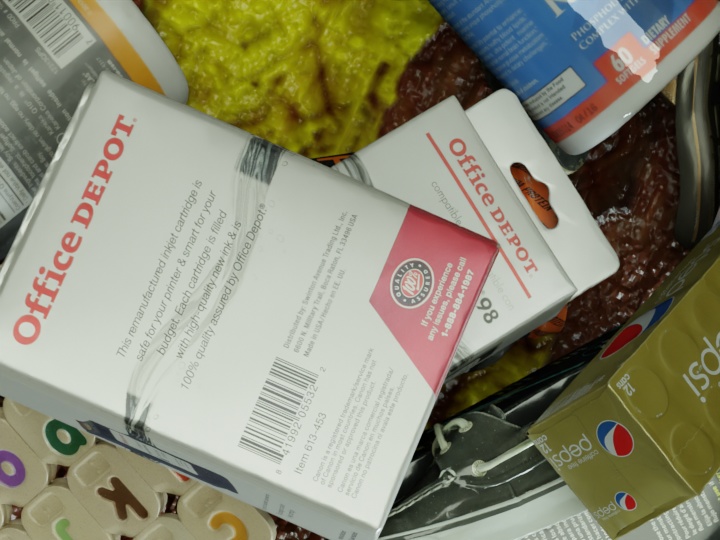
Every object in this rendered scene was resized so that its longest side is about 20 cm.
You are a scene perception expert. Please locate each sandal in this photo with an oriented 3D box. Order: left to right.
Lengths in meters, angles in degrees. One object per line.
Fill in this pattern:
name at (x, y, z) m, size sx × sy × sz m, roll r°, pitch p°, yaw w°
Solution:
sandal at (0.169, -0.111, 1.518) m, size 0.054 × 0.082 × 0.201 m, roll 1°, pitch 95°, yaw 15°

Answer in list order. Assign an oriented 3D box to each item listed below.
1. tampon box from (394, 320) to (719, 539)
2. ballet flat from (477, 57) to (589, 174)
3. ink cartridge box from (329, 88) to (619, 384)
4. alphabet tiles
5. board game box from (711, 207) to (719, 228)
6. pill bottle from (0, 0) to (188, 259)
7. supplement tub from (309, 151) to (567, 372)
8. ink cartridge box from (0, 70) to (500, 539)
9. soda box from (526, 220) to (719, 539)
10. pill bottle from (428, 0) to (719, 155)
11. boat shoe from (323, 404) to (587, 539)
tampon box at (0.098, 0.122, 1.453) m, size 0.199 × 0.150 × 0.127 m, roll -28°, pitch 90°, yaw -7°
ballet flat at (0.069, -0.143, 1.517) m, size 0.066 × 0.057 × 0.201 m, roll -29°, pitch 94°, yaw -50°
ink cartridge box at (0.022, -0.003, 1.365) m, size 0.199 × 0.067 × 0.116 m, roll -32°, pitch 83°, yaw -10°
alphabet tiles at (-0.140, 0.092, 1.435) m, size 0.196 × 0.015 × 0.200 m, roll 47°, pitch 120°, yaw -2°
board game box at (0.284, -0.016, 1.461) m, size 0.199 × 0.199 × 0.044 m, roll 2°, pitch 54°, yaw -7°
pill bottle at (-0.196, -0.071, 1.441) m, size 0.200 × 0.116 × 0.117 m, roll -40°, pitch 93°, yaw -6°
supplement tub at (0.000, 0.000, 1.459) m, size 0.199 × 0.123 × 0.123 m, roll -9°, pitch 89°, yaw -8°
ink cartridge box at (-0.058, 0.020, 1.276) m, size 0.199 × 0.084 × 0.145 m, roll 23°, pitch 77°, yaw 1°
soda box at (0.164, 0.038, 1.326) m, size 0.068 × 0.064 × 0.200 m, roll 50°, pitch 48°, yaw -4°
pill bottle at (0.081, -0.166, 1.426) m, size 0.112 × 0.112 × 0.200 m, roll -43°, pitch 94°, yaw -7°
boat shoe at (0.061, 0.098, 1.344) m, size 0.199 × 0.071 × 0.064 m, roll -20°, pitch 88°, yaw -15°
